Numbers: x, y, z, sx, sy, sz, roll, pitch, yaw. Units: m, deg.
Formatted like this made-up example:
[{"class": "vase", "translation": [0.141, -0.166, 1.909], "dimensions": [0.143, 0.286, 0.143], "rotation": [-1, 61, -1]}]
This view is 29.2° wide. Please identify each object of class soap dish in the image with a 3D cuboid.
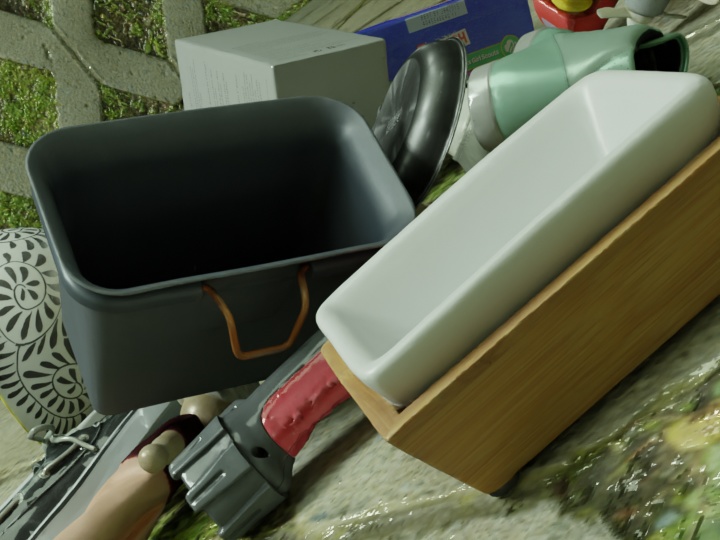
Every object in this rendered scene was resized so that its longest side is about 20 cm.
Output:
[{"class": "soap dish", "translation": [0.080, 0.000, 0.606], "dimensions": [0.200, 0.081, 0.157], "rotation": [-40, 14, -3]}]

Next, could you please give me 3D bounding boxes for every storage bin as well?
[{"class": "storage bin", "translation": [-0.080, 0.005, 0.785], "dimensions": [0.198, 0.146, 0.135], "rotation": [-12, -39, -22]}]

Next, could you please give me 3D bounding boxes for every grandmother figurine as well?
[{"class": "grandmother figurine", "translation": [-0.125, 0.127, 0.810], "dimensions": [0.121, 0.061, 0.200], "rotation": [-33, 11, 50]}]

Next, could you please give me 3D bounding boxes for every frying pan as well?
[{"class": "frying pan", "translation": [0.023, -0.052, 0.836], "dimensions": [0.115, 0.031, 0.192], "rotation": [-169, 96, -74]}]

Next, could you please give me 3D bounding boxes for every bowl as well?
[{"class": "bowl", "translation": [-0.241, 0.040, 1.130], "dimensions": [0.093, 0.202, 0.201], "rotation": [-25, 15, 6]}]

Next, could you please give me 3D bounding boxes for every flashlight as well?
[{"class": "flashlight", "translation": [-0.007, 0.056, 0.711], "dimensions": [0.200, 0.068, 0.068], "rotation": [-44, -2, 0]}]

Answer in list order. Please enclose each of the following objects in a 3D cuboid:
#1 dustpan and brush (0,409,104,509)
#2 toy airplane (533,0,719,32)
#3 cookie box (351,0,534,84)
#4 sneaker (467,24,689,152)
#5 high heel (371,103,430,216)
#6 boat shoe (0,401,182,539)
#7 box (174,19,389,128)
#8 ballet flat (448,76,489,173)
[{"class": "dustpan and brush", "translation": [-0.228, 0.187, 0.924], "dimensions": [0.140, 0.057, 0.200], "rotation": [-46, 4, 25]}, {"class": "toy airplane", "translation": [0.152, -0.252, 0.962], "dimensions": [0.141, 0.200, 0.200], "rotation": [-34, 12, -22]}, {"class": "cookie box", "translation": [0.034, -0.179, 1.193], "dimensions": [0.170, 0.076, 0.200], "rotation": [-21, 8, -20]}, {"class": "sneaker", "translation": [0.149, -0.116, 0.848], "dimensions": [0.117, 0.075, 0.200], "rotation": [-8, 13, 23]}, {"class": "high heel", "translation": [0.000, 0.000, 0.929], "dimensions": [0.201, 0.071, 0.143], "rotation": [-84, 14, -47]}, {"class": "boat shoe", "translation": [-0.181, 0.131, 0.882], "dimensions": [0.200, 0.068, 0.074], "rotation": [-54, -14, -30]}, {"class": "box", "translation": [-0.060, -0.123, 1.096], "dimensions": [0.097, 0.126, 0.200], "rotation": [-17, 21, -24]}, {"class": "ballet flat", "translation": [0.070, -0.105, 0.985], "dimensions": [0.200, 0.063, 0.068], "rotation": [-107, 33, -78]}]
